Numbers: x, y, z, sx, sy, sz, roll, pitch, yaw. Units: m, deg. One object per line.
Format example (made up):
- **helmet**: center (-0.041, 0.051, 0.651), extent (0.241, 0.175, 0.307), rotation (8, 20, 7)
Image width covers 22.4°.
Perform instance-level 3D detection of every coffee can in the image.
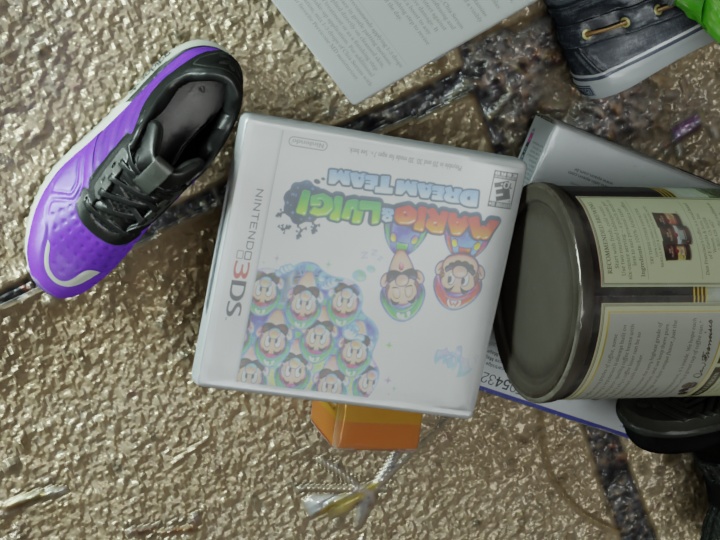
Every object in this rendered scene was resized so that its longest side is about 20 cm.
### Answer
- **coffee can**: center (0.207, 0.015, 1.241), extent (0.198, 0.146, 0.148), rotation (0, 105, -19)

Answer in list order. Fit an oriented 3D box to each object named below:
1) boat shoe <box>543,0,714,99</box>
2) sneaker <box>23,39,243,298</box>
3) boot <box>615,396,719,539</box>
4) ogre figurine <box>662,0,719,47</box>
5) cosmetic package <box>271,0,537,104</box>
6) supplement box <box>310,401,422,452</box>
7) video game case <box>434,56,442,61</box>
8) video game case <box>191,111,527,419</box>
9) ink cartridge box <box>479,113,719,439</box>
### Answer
- **boat shoe**: center (0.224, -0.206, 1.269), extent (0.199, 0.071, 0.091), rotation (-31, 116, -6)
- **sneaker**: center (-0.145, -0.064, 1.171), extent (0.069, 0.099, 0.201), rotation (37, 91, -21)
- **boot**: center (0.264, 0.147, 1.346), extent (0.210, 0.079, 0.159), rotation (-7, 115, -36)
- **ogre figurine**: center (0.253, -0.236, 1.205), extent (0.119, 0.098, 0.201), rotation (11, 114, -18)
- **cosmetic package**: center (0.050, -0.203, 1.160), extent (0.199, 0.071, 0.102), rotation (-27, 117, 25)
- **supplement box**: center (0.015, 0.022, 1.268), extent (0.066, 0.069, 0.202), rotation (4, 105, -20)
- **video game case**: center (0.069, -0.253, 1.180), extent (0.199, 0.023, 0.182), rotation (-30, 116, 27)
- **video game case**: center (0.000, 0.000, 1.211), extent (0.198, 0.024, 0.184), rotation (8, 102, -17)
- **ink cartridge box**: center (0.178, 0.011, 1.332), extent (0.195, 0.043, 0.201), rotation (19, 100, -23)
